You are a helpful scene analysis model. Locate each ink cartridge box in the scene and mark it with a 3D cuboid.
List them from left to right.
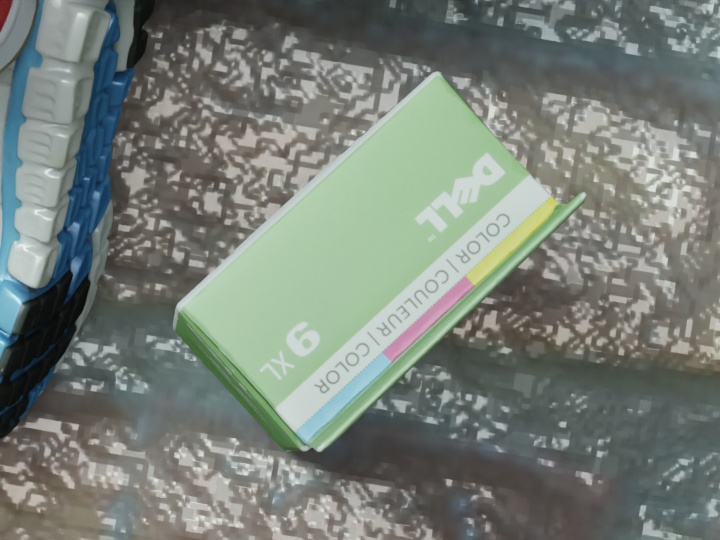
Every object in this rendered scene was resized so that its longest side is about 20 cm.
[{"bbox_3d":[0.000,0.000,0.856,0.104,0.200,0.059,-42,90,-5],"label":"ink cartridge box"}]

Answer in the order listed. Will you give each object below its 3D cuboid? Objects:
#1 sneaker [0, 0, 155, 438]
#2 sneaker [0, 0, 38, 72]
[{"bbox_3d":[-0.124,-0.032,0.890,0.087,0.075,0.200,21,120,10],"label":"sneaker"},{"bbox_3d":[-0.137,-0.155,0.774,0.071,0.112,0.200,-12,84,9],"label":"sneaker"}]
